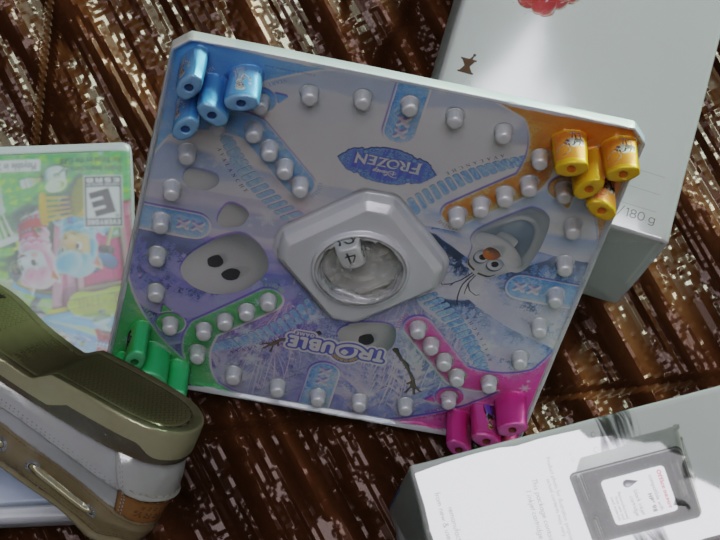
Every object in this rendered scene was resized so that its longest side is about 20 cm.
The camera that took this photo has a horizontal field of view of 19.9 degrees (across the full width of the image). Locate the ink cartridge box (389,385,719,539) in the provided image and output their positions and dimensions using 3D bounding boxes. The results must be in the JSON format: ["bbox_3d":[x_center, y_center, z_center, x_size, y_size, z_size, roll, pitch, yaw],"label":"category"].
[{"bbox_3d":[0.120,0.103,0.920,0.200,0.116,0.067,-14,76,-8],"label":"ink cartridge box"}]

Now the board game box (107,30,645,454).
[{"bbox_3d":[0.000,0.000,0.893,0.200,0.200,0.026,10,42,-8],"label":"board game box"}]

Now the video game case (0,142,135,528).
[{"bbox_3d":[-0.205,0.031,0.965,0.200,0.022,0.182,-2,76,-4],"label":"video game case"}]

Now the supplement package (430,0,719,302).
[{"bbox_3d":[0.100,-0.106,0.969,0.121,0.120,0.200,16,75,0],"label":"supplement package"}]

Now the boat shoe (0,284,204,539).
[{"bbox_3d":[-0.166,0.052,0.910,0.200,0.075,0.068,30,109,23],"label":"boat shoe"}]
